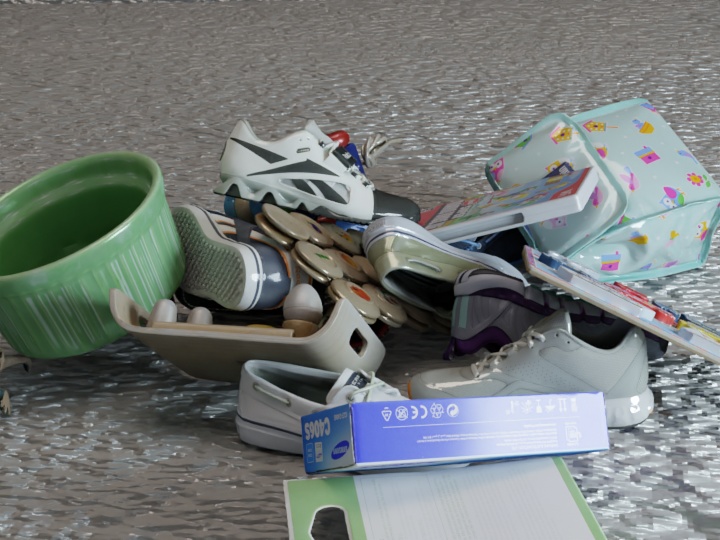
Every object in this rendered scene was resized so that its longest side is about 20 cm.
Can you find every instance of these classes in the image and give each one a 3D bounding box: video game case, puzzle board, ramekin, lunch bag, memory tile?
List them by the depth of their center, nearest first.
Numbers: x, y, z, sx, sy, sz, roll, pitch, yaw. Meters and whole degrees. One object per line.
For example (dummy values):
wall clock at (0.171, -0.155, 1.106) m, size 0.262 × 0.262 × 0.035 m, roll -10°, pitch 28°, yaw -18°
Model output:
puzzle board at (0.227, 0.030, 1.071) m, size 0.198 × 0.018 × 0.151 m, roll 26°, pitch 8°, yaw 2°
ramekin at (-0.252, -0.012, 1.158) m, size 0.198 × 0.098 × 0.201 m, roll -16°, pitch 31°, yaw 10°
memory tile at (0.000, 0.000, 1.173) m, size 0.153 × 0.017 × 0.199 m, roll 44°, pitch 16°, yaw 27°
video game case at (0.121, -0.055, 1.232) m, size 0.198 × 0.018 × 0.143 m, roll -13°, pitch 10°, yaw 19°
lunch bag at (0.244, -0.075, 1.330) m, size 0.198 × 0.123 × 0.171 m, roll -12°, pitch 49°, yaw -19°

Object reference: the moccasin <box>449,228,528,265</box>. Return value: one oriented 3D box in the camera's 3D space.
moccasin at (0.097, -0.028, 1.352) m, size 0.080 × 0.069 × 0.199 m, roll 17°, pitch 28°, yaw 41°

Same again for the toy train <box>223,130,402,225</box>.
toy train at (-0.048, -0.095, 1.366) m, size 0.115 × 0.085 × 0.200 m, roll -11°, pitch 13°, yaw 34°

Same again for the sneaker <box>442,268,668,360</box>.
sneaker at (0.168, 0.065, 1.130) m, size 0.198 × 0.088 × 0.074 m, roll 16°, pitch -10°, yaw -7°

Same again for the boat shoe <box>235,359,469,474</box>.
boat shoe at (-0.008, 0.110, 1.003) m, size 0.198 × 0.067 × 0.074 m, roll 4°, pitch 22°, yaw 16°

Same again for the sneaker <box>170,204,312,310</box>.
sneaker at (-0.114, -0.008, 1.184) m, size 0.079 × 0.079 × 0.200 m, roll 1°, pitch 17°, yaw -31°

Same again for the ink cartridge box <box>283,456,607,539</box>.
ink cartridge box at (0.054, 0.180, 0.840) m, size 0.198 × 0.048 × 0.146 m, roll -6°, pitch 21°, yaw -5°

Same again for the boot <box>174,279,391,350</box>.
boot at (-0.072, 0.024, 1.231) m, size 0.201 × 0.074 × 0.154 m, roll -6°, pitch 22°, yaw -10°

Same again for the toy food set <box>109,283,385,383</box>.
toy food set at (-0.091, 0.048, 1.075) m, size 0.198 × 0.061 × 0.144 m, roll 4°, pitch -19°, yaw 16°

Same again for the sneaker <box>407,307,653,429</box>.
sneaker at (0.136, 0.074, 1.044) m, size 0.198 × 0.093 × 0.076 m, roll -3°, pitch 20°, yaw -1°

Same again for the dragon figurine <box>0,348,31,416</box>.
dragon figurine at (-0.348, 0.100, 1.081) m, size 0.098 × 0.059 × 0.200 m, roll 1°, pitch 21°, yaw 8°

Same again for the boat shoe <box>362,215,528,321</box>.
boat shoe at (0.081, 0.017, 1.175) m, size 0.199 × 0.072 × 0.062 m, roll 23°, pitch 42°, yaw -32°

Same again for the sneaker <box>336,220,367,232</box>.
sneaker at (-0.059, -0.018, 1.357) m, size 0.198 × 0.067 × 0.079 m, roll 2°, pitch 26°, yaw 17°

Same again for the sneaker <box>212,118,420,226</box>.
sneaker at (-0.033, -0.093, 1.221) m, size 0.198 × 0.089 × 0.074 m, roll 13°, pitch 2°, yaw -6°

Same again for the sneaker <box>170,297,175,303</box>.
sneaker at (-0.246, 0.018, 1.287) m, size 0.114 × 0.076 × 0.200 m, roll -13°, pitch 13°, yaw -9°

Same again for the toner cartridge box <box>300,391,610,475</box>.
toner cartridge box at (0.067, 0.114, 0.915) m, size 0.198 × 0.044 × 0.095 m, roll 0°, pitch -12°, yaw -23°
